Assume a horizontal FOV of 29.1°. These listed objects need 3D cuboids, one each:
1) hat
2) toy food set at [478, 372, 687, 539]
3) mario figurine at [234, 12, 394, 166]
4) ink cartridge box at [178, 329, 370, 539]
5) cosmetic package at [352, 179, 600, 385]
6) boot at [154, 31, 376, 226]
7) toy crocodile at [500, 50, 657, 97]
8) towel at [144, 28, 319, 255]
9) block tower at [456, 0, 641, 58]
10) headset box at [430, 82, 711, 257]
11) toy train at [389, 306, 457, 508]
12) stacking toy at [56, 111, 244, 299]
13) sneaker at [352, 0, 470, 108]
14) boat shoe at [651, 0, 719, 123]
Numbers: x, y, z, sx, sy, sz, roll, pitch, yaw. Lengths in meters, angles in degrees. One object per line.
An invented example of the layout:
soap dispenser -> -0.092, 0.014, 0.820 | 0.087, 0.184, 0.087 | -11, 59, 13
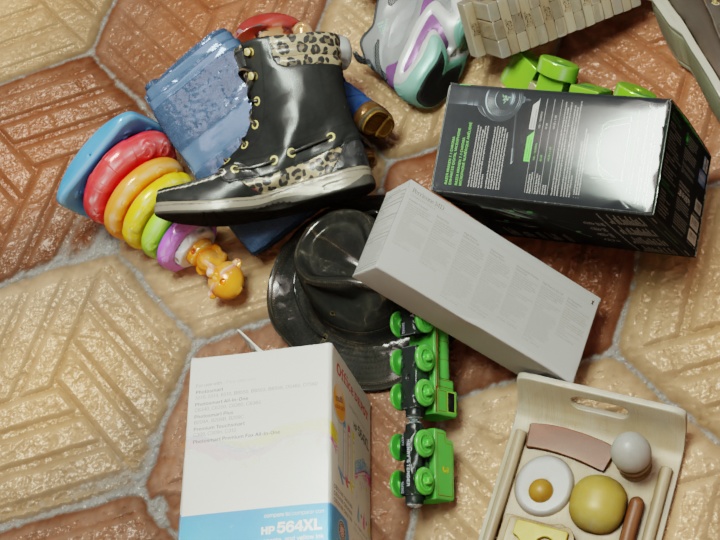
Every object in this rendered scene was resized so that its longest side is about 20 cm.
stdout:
hat -> 0.000, 0.000, 1.226 | 0.198, 0.081, 0.203 | -7, 59, 12
toy food set -> 0.163, 0.187, 1.083 | 0.142, 0.061, 0.202 | 11, 65, 22
mario figurine -> -0.065, -0.176, 1.333 | 0.123, 0.106, 0.200 | -41, 60, -6
ink cartridge box -> -0.065, 0.157, 1.131 | 0.124, 0.129, 0.202 | -7, 60, 13
cosmetic package -> 0.097, 0.015, 1.136 | 0.199, 0.051, 0.083 | 31, 68, -18
boot -> -0.093, -0.124, 1.240 | 0.197, 0.073, 0.153 | -10, 82, 7
toy crocodile -> 0.211, -0.147, 1.259 | 0.199, 0.062, 0.068 | 27, 114, 27
towel -> -0.112, -0.120, 1.307 | 0.111, 0.049, 0.201 | -36, 77, 7
block tower -> 0.193, -0.254, 1.289 | 0.198, 0.055, 0.058 | -23, 21, -11
headset box -> 0.171, -0.081, 1.147 | 0.198, 0.174, 0.094 | 7, 83, 26
toy train -> 0.054, 0.096, 1.150 | 0.041, 0.056, 0.203 | -14, 68, 43
stacking toy -> -0.176, -0.044, 1.306 | 0.200, 0.110, 0.116 | 43, 96, 20
sneaker -> 0.073, -0.265, 1.355 | 0.200, 0.078, 0.140 | -45, 58, -12
boat shoe -> 0.325, -0.182, 1.235 | 0.059, 0.072, 0.201 | -25, 52, 6
